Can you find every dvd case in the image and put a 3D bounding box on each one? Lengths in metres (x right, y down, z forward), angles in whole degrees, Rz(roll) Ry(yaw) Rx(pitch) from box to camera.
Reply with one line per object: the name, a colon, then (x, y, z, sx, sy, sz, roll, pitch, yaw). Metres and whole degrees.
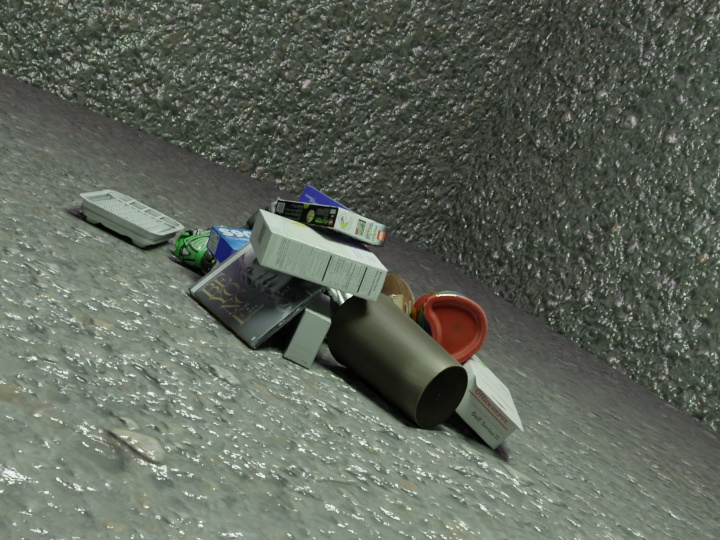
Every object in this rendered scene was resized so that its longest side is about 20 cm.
dvd case: (-0.168, 0.029, 1.446, 0.199, 0.148, 0.016, 33, -26, 43)

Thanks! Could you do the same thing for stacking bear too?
stacking bear: (0.144, 0.088, 1.603, 0.111, 0.125, 0.200, -8, 7, -9)

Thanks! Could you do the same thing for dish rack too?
dish rack: (-0.431, -0.094, 1.705, 0.169, 0.044, 0.200, 27, 7, 0)

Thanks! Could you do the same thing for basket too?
basket: (0.065, 0.145, 1.443, 0.199, 0.137, 0.180, 37, 0, 41)

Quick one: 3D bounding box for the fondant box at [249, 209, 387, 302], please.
fondant box: (-0.070, -0.025, 1.437, 0.196, 0.059, 0.144, 19, 12, -19)

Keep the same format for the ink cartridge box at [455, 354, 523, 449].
ink cartridge box: (0.199, 0.215, 1.508, 0.117, 0.067, 0.200, 45, 9, -7)

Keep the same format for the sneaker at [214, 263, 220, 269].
sneaker: (-0.226, 0.003, 1.616, 0.098, 0.076, 0.200, 23, 9, -27)

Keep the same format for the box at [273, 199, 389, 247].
box: (-0.053, -0.081, 1.530, 0.109, 0.035, 0.198, 20, -4, -35)

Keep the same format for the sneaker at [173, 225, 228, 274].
sneaker: (-0.304, -0.055, 1.737, 0.084, 0.079, 0.200, 24, 8, -5)

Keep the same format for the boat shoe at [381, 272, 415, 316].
boat shoe: (0.061, 0.077, 1.681, 0.072, 0.074, 0.203, 54, 20, -45)

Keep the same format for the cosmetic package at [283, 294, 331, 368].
cosmetic package: (-0.084, 0.089, 1.488, 0.050, 0.084, 0.200, 24, 8, -6)

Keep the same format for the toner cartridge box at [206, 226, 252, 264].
toner cartridge box: (-0.165, -0.031, 1.618, 0.197, 0.044, 0.095, 5, 25, -37)

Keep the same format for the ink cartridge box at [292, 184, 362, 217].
ink cartridge box: (-0.112, -0.070, 2.016, 0.197, 0.203, 0.043, 31, 7, 38)

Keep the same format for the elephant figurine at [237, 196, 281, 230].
elephant figurine: (-0.165, -0.067, 1.900, 0.139, 0.159, 0.199, -21, 10, -31)

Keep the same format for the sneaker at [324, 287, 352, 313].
sneaker: (-0.006, 0.069, 1.615, 0.203, 0.081, 0.075, 60, -22, 2)

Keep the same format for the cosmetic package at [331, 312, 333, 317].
cosmetic package: (-0.023, 0.079, 1.764, 0.106, 0.092, 0.198, 30, 11, 35)
